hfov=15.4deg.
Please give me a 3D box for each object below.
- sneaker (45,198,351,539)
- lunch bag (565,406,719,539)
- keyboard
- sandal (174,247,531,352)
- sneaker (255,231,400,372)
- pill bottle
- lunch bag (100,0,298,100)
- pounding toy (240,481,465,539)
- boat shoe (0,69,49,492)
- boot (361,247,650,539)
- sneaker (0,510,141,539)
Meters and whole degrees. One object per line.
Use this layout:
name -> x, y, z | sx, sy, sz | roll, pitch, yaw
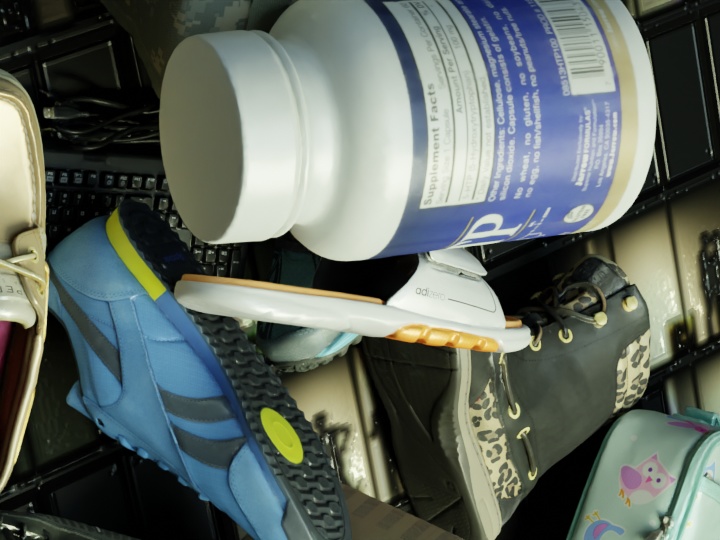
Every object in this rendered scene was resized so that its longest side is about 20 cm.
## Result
sneaker -> -0.080, 0.066, 1.217 | 0.200, 0.078, 0.066 | 55, 16, 12
lunch bag -> 0.188, 0.166, 1.495 | 0.200, 0.077, 0.161 | 31, 80, -55
keyboard -> -0.124, -0.034, 1.253 | 0.199, 0.040, 0.105 | 1, 96, -42
sandal -> 0.005, 0.001, 1.229 | 0.206, 0.079, 0.060 | 9, 89, -45
sneaker -> -0.025, -0.050, 1.316 | 0.095, 0.079, 0.201 | 32, 65, -40
pill bottle -> 0.019, -0.067, 1.179 | 0.199, 0.120, 0.120 | -7, 100, -27
lunch bag -> -0.010, -0.178, 1.227 | 0.199, 0.118, 0.164 | -12, 140, -30
pounding toy -> -0.017, 0.240, 1.214 | 0.200, 0.142, 0.185 | -39, 129, -30
boat shoe -> -0.167, 0.012, 1.180 | 0.073, 0.069, 0.201 | -1, 105, -27
boot -> 0.081, 0.035, 1.410 | 0.150, 0.073, 0.201 | -34, 125, -33
sneaker -> -0.176, 0.125, 1.140 | 0.199, 0.091, 0.067 | 6, 59, -11
